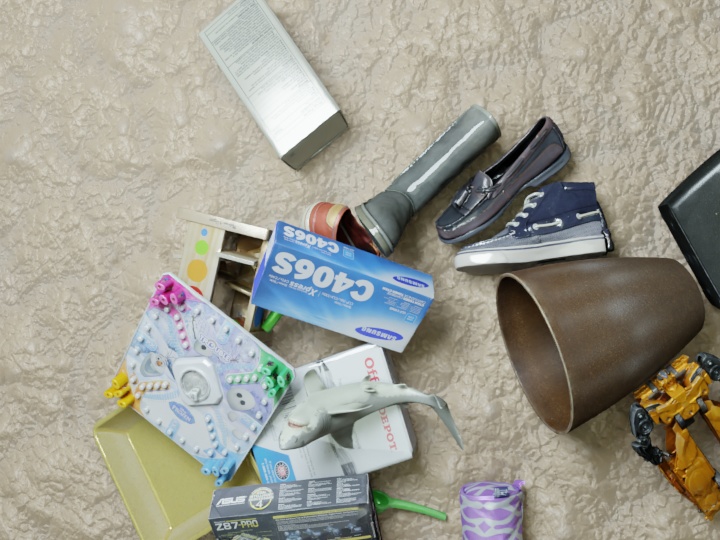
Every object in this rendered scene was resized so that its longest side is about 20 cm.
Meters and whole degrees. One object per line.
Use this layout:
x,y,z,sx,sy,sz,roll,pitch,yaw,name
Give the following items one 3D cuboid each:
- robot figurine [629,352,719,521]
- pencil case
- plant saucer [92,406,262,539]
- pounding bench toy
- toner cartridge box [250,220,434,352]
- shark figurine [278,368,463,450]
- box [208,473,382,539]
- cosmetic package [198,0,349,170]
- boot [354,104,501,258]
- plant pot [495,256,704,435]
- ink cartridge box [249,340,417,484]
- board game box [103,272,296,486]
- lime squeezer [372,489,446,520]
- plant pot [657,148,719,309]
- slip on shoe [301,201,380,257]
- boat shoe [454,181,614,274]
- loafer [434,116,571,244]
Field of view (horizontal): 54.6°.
0.384,0.184,0.797,0.144,0.058,0.201,-37,108,5,robot figurine
0.169,0.359,0.856,0.083,0.084,0.207,-3,89,-14,pencil case
-0.235,0.249,0.935,0.197,0.048,0.204,-32,81,11,plant saucer
-0.139,0.025,0.895,0.194,0.124,0.161,13,90,9,pounding bench toy
-0.021,0.022,0.811,0.195,0.044,0.096,19,127,-14,toner cartridge box
0.006,0.174,0.817,0.207,0.129,0.092,-6,112,-8,shark figurine
-0.073,0.331,0.862,0.193,0.050,0.165,-8,125,5,box
-0.112,-0.249,0.920,0.102,0.087,0.203,-34,82,5,cosmetic package
0.087,-0.113,0.844,0.197,0.183,0.073,-34,107,10,boot
0.284,0.062,0.810,0.195,0.187,0.192,-19,85,-7,plant pot
-0.040,0.188,0.892,0.195,0.084,0.149,-19,85,9,ink cartridge box
-0.201,0.138,0.846,0.198,0.026,0.202,36,116,4,board game box
0.010,0.317,0.903,0.195,0.038,0.073,-18,85,8,lime squeezer
0.448,-0.056,0.775,0.175,0.199,0.204,-31,83,18,plant pot
0.000,0.000,0.858,0.060,0.075,0.202,-1,132,42,slip on shoe
0.210,-0.053,0.873,0.193,0.075,0.096,-7,79,2,boat shoe
0.168,-0.115,0.869,0.198,0.072,0.064,-36,121,0,loafer
